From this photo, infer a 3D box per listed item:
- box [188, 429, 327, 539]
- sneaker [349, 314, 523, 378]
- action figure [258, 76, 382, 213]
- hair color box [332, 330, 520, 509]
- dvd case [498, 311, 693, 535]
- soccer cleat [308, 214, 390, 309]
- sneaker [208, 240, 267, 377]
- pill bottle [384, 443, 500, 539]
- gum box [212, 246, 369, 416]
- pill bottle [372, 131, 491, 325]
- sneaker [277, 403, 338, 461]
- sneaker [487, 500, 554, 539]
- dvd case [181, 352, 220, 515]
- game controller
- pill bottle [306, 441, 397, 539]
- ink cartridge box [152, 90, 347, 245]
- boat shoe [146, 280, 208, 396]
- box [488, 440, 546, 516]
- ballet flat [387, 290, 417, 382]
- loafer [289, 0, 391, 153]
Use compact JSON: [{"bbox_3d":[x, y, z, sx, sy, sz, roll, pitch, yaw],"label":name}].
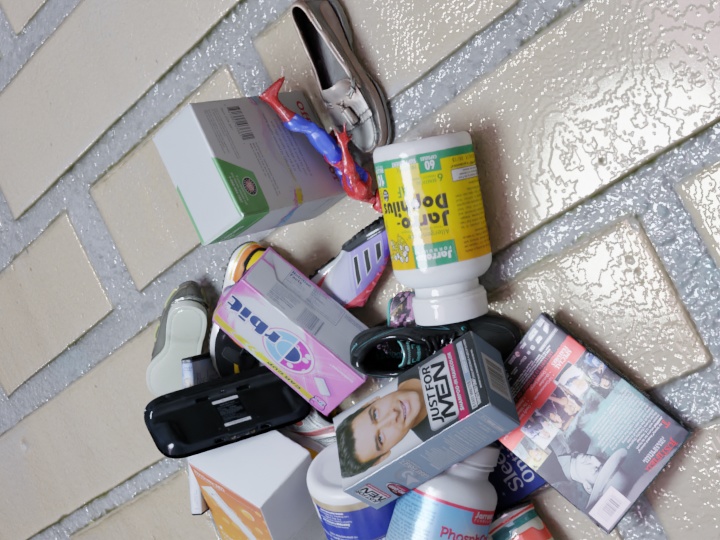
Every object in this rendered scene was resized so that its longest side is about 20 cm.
[{"bbox_3d":[-0.121,0.294,1.412,0.124,0.098,0.201,24,145,31],"label":"box"},{"bbox_3d":[0.084,0.094,1.239,0.199,0.079,0.076,-8,92,7],"label":"sneaker"},{"bbox_3d":[-0.034,-0.143,1.298,0.200,0.052,0.065,49,172,-13],"label":"action figure"},{"bbox_3d":[0.067,0.163,1.192,0.200,0.061,0.099,-35,41,24],"label":"hair color box"},{"bbox_3d":[0.231,0.162,1.187,0.200,0.022,0.146,40,106,20],"label":"dvd case"},{"bbox_3d":[0.000,0.000,1.334,0.073,0.068,0.200,50,128,2],"label":"soccer cleat"},{"bbox_3d":[-0.138,0.068,1.445,0.090,0.070,0.201,24,112,34],"label":"sneaker"},{"bbox_3d":[0.089,0.282,1.233,0.108,0.109,0.201,17,90,33],"label":"pill bottle"},{"bbox_3d":[-0.079,0.073,1.344,0.200,0.066,0.114,40,141,-3],"label":"gum box"},{"bbox_3d":[0.084,-0.046,1.224,0.112,0.113,0.201,-6,97,38],"label":"pill bottle"},{"bbox_3d":[-0.069,0.197,1.433,0.199,0.078,0.083,19,87,36],"label":"sneaker"},{"bbox_3d":[0.154,0.357,1.289,0.094,0.070,0.200,53,123,22],"label":"sneaker"},{"bbox_3d":[-0.203,0.211,1.473,0.017,0.143,0.201,-4,89,9],"label":"dvd case"},{"bbox_3d":[-0.164,0.173,1.371,0.104,0.199,0.042,55,151,40],"label":"game controller"},{"bbox_3d":[0.016,0.307,1.327,0.115,0.116,0.201,4,124,36],"label":"pill bottle"},{"bbox_3d":[-0.124,-0.125,1.309,0.087,0.200,0.146,-33,81,40],"label":"ink cartridge box"},{"bbox_3d":[-0.254,0.100,1.547,0.060,0.072,0.202,-96,22,-45],"label":"boat shoe"},{"bbox_3d":[0.164,0.203,1.272,0.200,0.032,0.121,-44,74,36],"label":"box"},{"bbox_3d":[0.066,0.125,1.310,0.071,0.069,0.201,7,101,31],"label":"ballet flat"},{"bbox_3d":[-0.030,-0.227,1.300,0.072,0.063,0.201,-26,84,39],"label":"loafer"}]
